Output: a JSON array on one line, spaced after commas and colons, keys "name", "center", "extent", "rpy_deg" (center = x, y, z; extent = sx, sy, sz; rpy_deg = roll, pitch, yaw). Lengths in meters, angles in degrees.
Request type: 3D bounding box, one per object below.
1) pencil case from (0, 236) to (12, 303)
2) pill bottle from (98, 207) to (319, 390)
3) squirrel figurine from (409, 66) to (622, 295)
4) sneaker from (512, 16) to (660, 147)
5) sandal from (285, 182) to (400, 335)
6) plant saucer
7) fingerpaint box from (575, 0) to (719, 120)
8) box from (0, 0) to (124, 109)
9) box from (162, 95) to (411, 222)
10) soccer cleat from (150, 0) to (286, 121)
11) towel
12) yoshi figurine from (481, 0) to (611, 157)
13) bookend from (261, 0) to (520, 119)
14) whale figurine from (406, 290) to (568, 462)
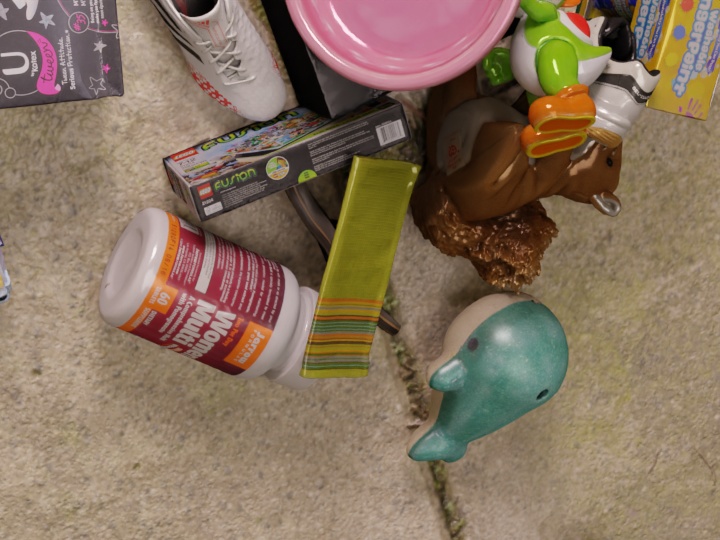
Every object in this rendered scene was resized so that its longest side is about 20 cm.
[{"name": "pencil case", "center": [-0.389, 0.012, 1.129], "extent": [0.198, 0.083, 0.091], "rpy_deg": [-20, 91, -13]}, {"name": "pill bottle", "center": [-0.123, 0.031, 1.225], "extent": [0.199, 0.110, 0.110], "rpy_deg": [25, 97, -26]}, {"name": "squirrel figurine", "center": [0.153, -0.085, 1.301], "extent": [0.185, 0.142, 0.201], "rpy_deg": [7, 119, -33]}, {"name": "sneaker", "center": [0.204, -0.197, 1.228], "extent": [0.075, 0.201, 0.088], "rpy_deg": [17, 122, -38]}, {"name": "sandal", "center": [-0.009, -0.023, 1.272], "extent": [0.054, 0.082, 0.201], "rpy_deg": [-32, 108, -2]}, {"name": "plant saucer", "center": [0.037, -0.242, 1.083], "extent": [0.199, 0.051, 0.203], "rpy_deg": [2, 95, 17]}, {"name": "fingerpaint box", "center": [0.271, -0.255, 1.254], "extent": [0.073, 0.167, 0.202], "rpy_deg": [8, 105, -23]}, {"name": "box", "center": [-0.257, -0.240, 1.072], "extent": [0.114, 0.132, 0.202], "rpy_deg": [-7, 109, -15]}, {"name": "box", "center": [-0.066, -0.106, 1.202], "extent": [0.199, 0.110, 0.035], "rpy_deg": [-23, 114, -14]}, {"name": "soccer cleat", "center": [-0.125, -0.204, 1.161], "extent": [0.068, 0.085, 0.201], "rpy_deg": [-38, 116, -6]}, {"name": "towel", "center": [0.000, 0.000, 1.203], "extent": [0.086, 0.018, 0.202], "rpy_deg": [-1, 110, -52]}, {"name": "yoshi figurine", "center": [0.129, -0.201, 1.142], "extent": [0.112, 0.112, 0.202], "rpy_deg": [9, 66, -50]}, {"name": "bookend", "center": [0.012, -0.266, 1.191], "extent": [0.198, 0.092, 0.201], "rpy_deg": [-27, 113, -13]}, {"name": "whale figurine", "center": [0.127, 0.120, 1.348], "extent": [0.158, 0.104, 0.201], "rpy_deg": [13, 114, -49]}]
